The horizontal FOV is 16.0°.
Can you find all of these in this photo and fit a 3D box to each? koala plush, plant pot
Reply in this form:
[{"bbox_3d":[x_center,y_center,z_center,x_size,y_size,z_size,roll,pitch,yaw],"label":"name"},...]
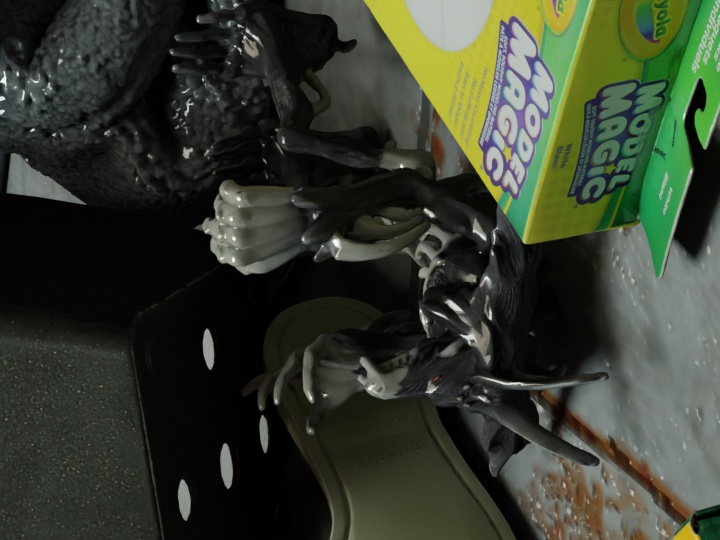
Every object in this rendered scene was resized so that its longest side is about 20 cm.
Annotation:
[{"bbox_3d":[-0.149,-0.094,1.002,0.177,0.199,0.185,18,115,62],"label":"koala plush"},{"bbox_3d":[-0.127,0.073,0.919,0.199,0.176,0.201,-35,-62,-70],"label":"plant pot"}]

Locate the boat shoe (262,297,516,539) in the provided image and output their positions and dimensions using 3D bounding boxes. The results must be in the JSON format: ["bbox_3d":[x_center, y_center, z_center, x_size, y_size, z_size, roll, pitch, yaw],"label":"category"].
[{"bbox_3d":[0.009,0.103,0.890,0.066,0.074,0.200,94,157,-48],"label":"boat shoe"}]

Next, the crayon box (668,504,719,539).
[{"bbox_3d":[0.126,0.173,0.683,0.201,0.058,0.119,68,153,24],"label":"crayon box"}]

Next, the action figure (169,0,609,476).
[{"bbox_3d":[0.000,0.000,0.838,0.200,0.102,0.119,53,158,45],"label":"action figure"}]

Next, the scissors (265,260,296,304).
[{"bbox_3d":[-0.044,0.021,1.047,0.200,0.014,0.074,-25,76,63],"label":"scissors"}]

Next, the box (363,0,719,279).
[{"bbox_3d":[0.047,-0.099,0.767,0.200,0.048,0.118,57,147,38],"label":"box"}]

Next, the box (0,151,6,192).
[{"bbox_3d":[-0.278,-0.091,1.375,0.197,0.123,0.201,56,146,38],"label":"box"}]
